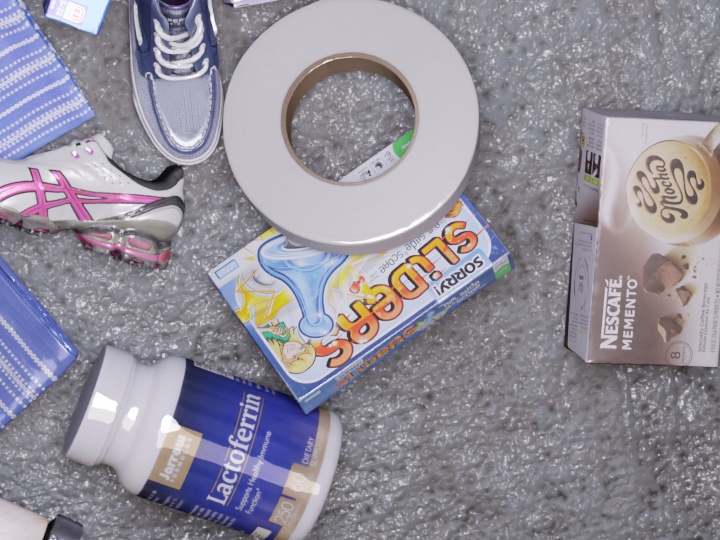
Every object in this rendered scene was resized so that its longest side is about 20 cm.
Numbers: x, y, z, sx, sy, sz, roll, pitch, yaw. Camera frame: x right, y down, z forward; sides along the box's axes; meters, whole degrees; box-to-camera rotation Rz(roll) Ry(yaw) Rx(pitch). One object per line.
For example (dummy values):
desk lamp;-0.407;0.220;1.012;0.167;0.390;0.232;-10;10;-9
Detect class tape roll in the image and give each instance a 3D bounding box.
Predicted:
tape roll;-0.007;-0.113;1.701;0.203;0.037;0.203;-1;78;5

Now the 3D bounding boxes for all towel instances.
towel;-0.310;-0.157;1.666;0.145;0.024;0.200;-31;121;1
towel;-0.335;0.079;1.712;0.200;0.024;0.145;-42;85;1

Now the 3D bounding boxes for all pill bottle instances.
pill bottle;-0.124;0.135;1.728;0.200;0.116;0.116;20;96;-11

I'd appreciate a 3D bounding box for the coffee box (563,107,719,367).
coffee box;0.233;-0.026;1.769;0.113;0.080;0.200;3;99;-10

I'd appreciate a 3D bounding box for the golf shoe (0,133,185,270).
golf shoe;-0.233;-0.067;1.702;0.200;0.073;0.092;16;91;-22

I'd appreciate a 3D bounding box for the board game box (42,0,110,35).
board game box;-0.183;-0.279;1.631;0.045;0.152;0.200;19;97;-11

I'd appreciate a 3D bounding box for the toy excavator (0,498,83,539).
toy excavator;-0.318;0.280;1.724;0.100;0.194;0.200;27;67;-12

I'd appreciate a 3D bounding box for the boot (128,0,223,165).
boot;-0.145;-0.176;1.685;0.073;0.090;0.200;-11;101;-6

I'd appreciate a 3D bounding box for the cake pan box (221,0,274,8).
cake pan box;-0.032;-0.308;1.690;0.200;0.052;0.184;-13;100;-12

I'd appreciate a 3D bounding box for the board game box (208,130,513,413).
board game box;0.000;0.000;1.721;0.200;0.034;0.135;-36;67;-4
